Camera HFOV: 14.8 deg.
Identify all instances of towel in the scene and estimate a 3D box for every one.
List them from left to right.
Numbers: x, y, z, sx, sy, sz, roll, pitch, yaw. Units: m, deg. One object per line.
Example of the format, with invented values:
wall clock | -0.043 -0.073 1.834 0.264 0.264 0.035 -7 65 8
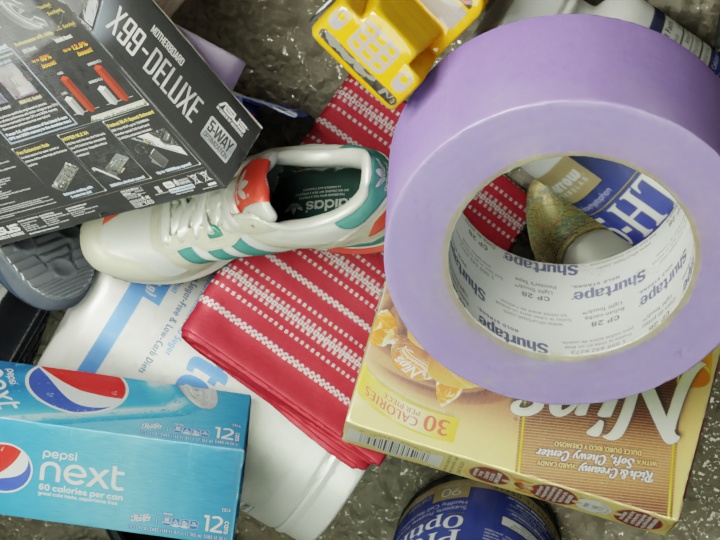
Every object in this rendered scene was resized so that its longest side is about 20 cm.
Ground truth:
towel | 0.000 0.000 1.641 0.144 0.022 0.201 36 72 -8

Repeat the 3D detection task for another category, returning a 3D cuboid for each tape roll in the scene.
tape roll | 0.112 -0.031 1.487 0.198 0.085 0.201 2 128 2

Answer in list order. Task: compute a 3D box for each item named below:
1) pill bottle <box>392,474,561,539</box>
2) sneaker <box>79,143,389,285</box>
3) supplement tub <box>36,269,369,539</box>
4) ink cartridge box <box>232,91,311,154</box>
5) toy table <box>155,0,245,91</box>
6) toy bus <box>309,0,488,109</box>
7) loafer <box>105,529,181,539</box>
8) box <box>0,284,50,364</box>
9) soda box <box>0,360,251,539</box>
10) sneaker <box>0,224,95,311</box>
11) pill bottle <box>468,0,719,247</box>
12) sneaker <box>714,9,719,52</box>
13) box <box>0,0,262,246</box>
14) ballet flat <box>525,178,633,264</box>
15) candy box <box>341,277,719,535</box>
pill bottle | 0.062 0.217 1.698 0.111 0.200 0.113 4 116 8
sneaker | -0.070 -0.041 1.567 0.198 0.093 0.071 -6 73 10
supplement tub | -0.085 0.062 1.690 0.199 0.132 0.132 31 116 -6
ink cartridge box | -0.131 -0.100 1.627 0.198 0.119 0.042 12 92 2
toy table | -0.122 -0.190 1.555 0.199 0.184 0.118 30 93 29
toy bus | 0.035 -0.160 1.525 0.065 0.200 0.078 44 115 -8
loafer | -0.125 0.174 1.779 0.068 0.070 0.201 -27 109 10
box | -0.274 0.091 1.724 0.104 0.148 0.201 22 116 -1
soda box | -0.165 0.101 1.601 0.198 0.064 0.068 8 119 -3
sneaker | -0.224 -0.031 1.665 0.200 0.070 0.082 52 136 33
pill bottle | 0.155 -0.086 1.586 0.199 0.120 0.120 34 116 -7
sneaker | 0.275 -0.120 1.578 0.114 0.076 0.200 -26 105 21
box | -0.175 -0.097 1.504 0.199 0.050 0.158 -13 128 44
ballet flat | 0.158 0.029 1.667 0.070 0.071 0.201 -16 112 16
candy box | 0.099 0.067 1.596 0.199 0.055 0.116 17 75 0
